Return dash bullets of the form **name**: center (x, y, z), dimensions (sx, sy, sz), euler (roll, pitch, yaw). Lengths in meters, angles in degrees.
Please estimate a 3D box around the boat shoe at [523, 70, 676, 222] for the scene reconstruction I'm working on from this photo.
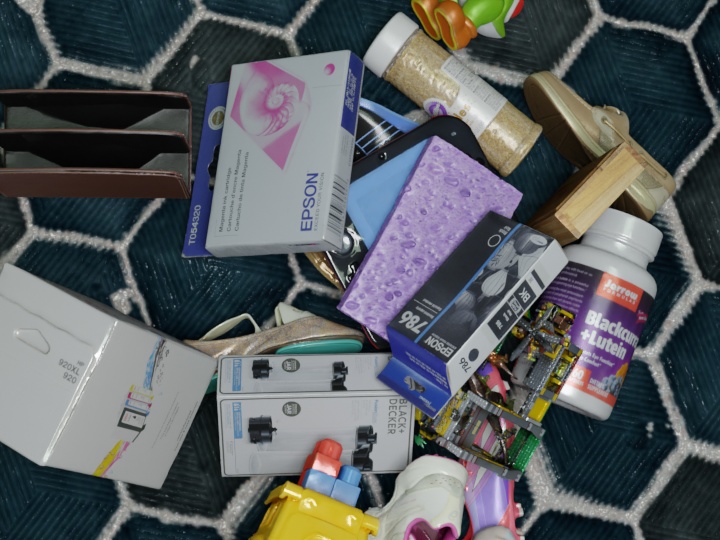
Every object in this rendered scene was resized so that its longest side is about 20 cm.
- **boat shoe**: center (0.254, -0.142, 1.329), dimensions (0.065, 0.071, 0.200), euler (-44, 97, -12)

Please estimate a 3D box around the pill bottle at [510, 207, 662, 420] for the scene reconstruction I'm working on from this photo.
- **pill bottle**: center (0.240, 0.042, 1.289), dimensions (0.110, 0.111, 0.202), euler (22, 85, -2)

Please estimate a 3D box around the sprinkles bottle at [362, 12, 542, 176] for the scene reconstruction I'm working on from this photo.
- **sprinkles bottle**: center (0.098, -0.186, 1.319), dimensions (0.199, 0.068, 0.068), euler (39, 84, 0)

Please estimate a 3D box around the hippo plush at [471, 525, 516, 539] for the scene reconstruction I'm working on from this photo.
- **hippo plush**: center (0.151, 0.372, 1.217), dimensions (0.199, 0.161, 0.160), euler (35, 103, -15)

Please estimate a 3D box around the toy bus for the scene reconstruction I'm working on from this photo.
- **toy bus**: center (-0.057, 0.266, 1.224), dimensions (0.134, 0.200, 0.194), euler (21, 71, -8)

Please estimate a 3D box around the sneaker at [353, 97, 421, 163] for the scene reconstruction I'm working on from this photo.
- **sneaker**: center (0.018, -0.124, 1.309), dimensions (0.198, 0.070, 0.079), euler (21, 78, -3)

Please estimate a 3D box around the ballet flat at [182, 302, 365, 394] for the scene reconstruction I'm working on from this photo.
- **ballet flat**: center (-0.096, 0.072, 1.292), dimensions (0.197, 0.068, 0.068), euler (-13, 65, -6)

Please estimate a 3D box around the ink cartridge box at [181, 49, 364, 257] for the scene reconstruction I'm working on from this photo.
- **ink cartridge box**: center (-0.098, -0.114, 1.249), dimensions (0.198, 0.043, 0.199), euler (-3, 73, 29)

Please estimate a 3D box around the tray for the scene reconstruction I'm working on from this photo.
- **tray**: center (0.216, -0.068, 1.251), dimensions (0.037, 0.200, 0.099), euler (44, 85, 1)

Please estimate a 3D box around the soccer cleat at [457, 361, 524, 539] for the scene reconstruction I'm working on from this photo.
- **soccer cleat**: center (0.127, 0.198, 1.297), dimensions (0.075, 0.067, 0.203), euler (-5, 89, 1)

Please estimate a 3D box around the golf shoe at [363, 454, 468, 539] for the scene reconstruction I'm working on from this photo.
- **golf shoe**: center (0.040, 0.271, 1.231), dimensions (0.075, 0.092, 0.201), euler (18, 127, -18)

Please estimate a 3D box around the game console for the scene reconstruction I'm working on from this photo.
- **game console**: center (0.057, -0.043, 1.263), dimensions (0.199, 0.031, 0.178), euler (-30, 91, -12)

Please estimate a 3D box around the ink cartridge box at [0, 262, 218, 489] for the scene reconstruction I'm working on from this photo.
- **ink cartridge box**: center (-0.264, 0.105, 1.188), dimensions (0.146, 0.200, 0.146), euler (23, 84, 26)

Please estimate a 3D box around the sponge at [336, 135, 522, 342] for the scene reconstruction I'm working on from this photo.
- **sponge**: center (0.070, -0.019, 1.239), dimensions (0.111, 0.030, 0.202), euler (31, 82, -13)

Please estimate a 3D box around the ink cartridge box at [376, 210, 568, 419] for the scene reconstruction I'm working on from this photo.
- **ink cartridge box**: center (0.098, 0.038, 1.179), dimensions (0.200, 0.099, 0.039), euler (-49, 130, -10)

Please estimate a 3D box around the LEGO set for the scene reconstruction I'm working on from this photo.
- **LEGO set**: center (0.116, 0.102, 1.211), dimensions (0.115, 0.154, 0.201), euler (27, 100, -42)

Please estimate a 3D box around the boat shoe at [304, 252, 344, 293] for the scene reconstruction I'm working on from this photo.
- **boat shoe**: center (0.000, 0.000, 1.298), dimensions (0.200, 0.069, 0.074), euler (44, 78, -4)

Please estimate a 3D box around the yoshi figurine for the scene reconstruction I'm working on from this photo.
- **yoshi figurine**: center (0.150, -0.327, 1.316), dimensions (0.199, 0.112, 0.113), euler (-35, 82, -8)

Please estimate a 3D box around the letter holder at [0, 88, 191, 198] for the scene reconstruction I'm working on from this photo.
- **letter holder**: center (-0.274, -0.132, 1.255), dimensions (0.197, 0.142, 0.102), euler (0, 86, -3)

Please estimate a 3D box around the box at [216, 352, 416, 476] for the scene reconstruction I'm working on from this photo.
- **box**: center (-0.044, 0.146, 1.261), dimensions (0.197, 0.060, 0.118), euler (0, 127, -5)
